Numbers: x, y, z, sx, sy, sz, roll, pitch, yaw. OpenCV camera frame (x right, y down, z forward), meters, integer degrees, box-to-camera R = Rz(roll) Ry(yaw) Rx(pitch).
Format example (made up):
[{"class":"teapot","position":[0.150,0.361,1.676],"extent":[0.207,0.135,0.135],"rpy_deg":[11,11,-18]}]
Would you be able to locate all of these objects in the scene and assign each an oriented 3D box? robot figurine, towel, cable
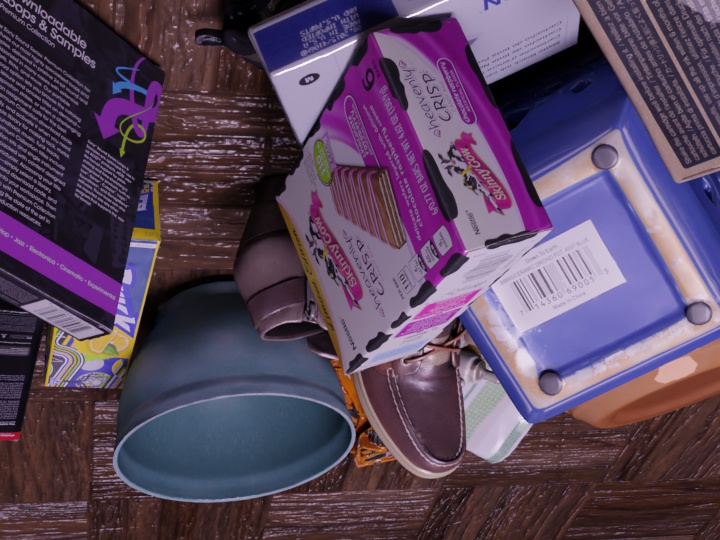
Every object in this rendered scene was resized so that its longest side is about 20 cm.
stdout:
[{"class":"robot figurine","position":[0.014,0.128,1.133],"extent":[0.144,0.058,0.200],"rpy_deg":[-12,142,3]},{"class":"towel","position":[0.117,0.097,1.085],"extent":[0.200,0.031,0.149],"rpy_deg":[32,97,-45]},{"class":"cable","position":[0.024,0.052,0.936],"extent":[0.097,0.199,0.051],"rpy_deg":[-16,111,-43]}]

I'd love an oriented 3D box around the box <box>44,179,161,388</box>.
[{"class":"box","position":[-0.209,0.014,0.934],"extent":[0.070,0.065,0.200],"rpy_deg":[4,139,-18]}]

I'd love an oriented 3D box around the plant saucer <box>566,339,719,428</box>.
[{"class":"plant saucer","position":[0.254,0.080,0.928],"extent":[0.199,0.038,0.200],"rpy_deg":[-17,161,-6]}]

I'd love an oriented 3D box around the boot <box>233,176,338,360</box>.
[{"class":"boot","position":[0.000,0.000,0.894],"extent":[0.199,0.147,0.070],"rpy_deg":[3,144,-15]}]

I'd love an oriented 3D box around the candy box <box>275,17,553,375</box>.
[{"class":"candy box","position":[0.021,-0.036,0.701],"extent":[0.061,0.137,0.200],"rpy_deg":[-15,162,-25]}]

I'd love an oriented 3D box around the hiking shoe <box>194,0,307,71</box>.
[{"class":"hiking shoe","position":[-0.026,-0.189,0.706],"extent":[0.100,0.076,0.200],"rpy_deg":[9,140,-29]}]

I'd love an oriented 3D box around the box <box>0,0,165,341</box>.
[{"class":"box","position":[-0.193,-0.077,0.713],"extent":[0.036,0.201,0.143],"rpy_deg":[-14,145,33]}]

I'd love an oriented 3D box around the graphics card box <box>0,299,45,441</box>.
[{"class":"graphics card box","position":[-0.339,0.072,0.989],"extent":[0.125,0.051,0.200],"rpy_deg":[6,141,-19]}]

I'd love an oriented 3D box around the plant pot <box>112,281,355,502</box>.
[{"class":"plant pot","position":[-0.112,0.095,0.998],"extent":[0.199,0.135,0.201],"rpy_deg":[-7,147,-5]}]

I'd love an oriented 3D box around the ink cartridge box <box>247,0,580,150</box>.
[{"class":"ink cartridge box","position":[0.043,-0.135,0.737],"extent":[0.199,0.041,0.200],"rpy_deg":[-24,165,2]}]

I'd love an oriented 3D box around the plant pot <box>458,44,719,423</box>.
[{"class":"plant pot","position":[0.150,-0.024,0.808],"extent":[0.199,0.180,0.200],"rpy_deg":[-28,102,21]}]

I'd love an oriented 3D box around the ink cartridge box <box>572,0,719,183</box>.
[{"class":"ink cartridge box","position":[0.155,-0.171,0.600],"extent":[0.075,0.201,0.165],"rpy_deg":[-21,126,26]}]

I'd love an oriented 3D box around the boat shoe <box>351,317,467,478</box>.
[{"class":"boat shoe","position":[0.035,0.043,0.813],"extent":[0.072,0.201,0.072],"rpy_deg":[-7,167,-29]}]
